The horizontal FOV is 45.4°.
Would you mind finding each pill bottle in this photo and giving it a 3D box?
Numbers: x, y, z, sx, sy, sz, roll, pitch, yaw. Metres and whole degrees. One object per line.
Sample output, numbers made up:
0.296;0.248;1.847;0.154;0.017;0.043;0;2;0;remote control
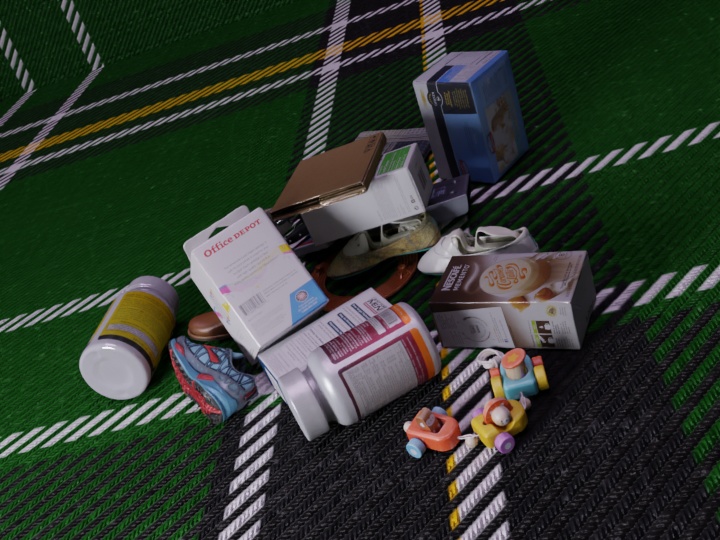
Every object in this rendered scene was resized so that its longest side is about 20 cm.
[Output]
-0.002;0.133;1.130;0.199;0.110;0.110;-28;31;-11;pill bottle
-0.369;0.103;1.407;0.113;0.115;0.201;-12;32;16;pill bottle

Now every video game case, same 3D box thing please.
-0.025;-0.098;1.542;0.200;0.018;0.143;-43;14;-26;video game case

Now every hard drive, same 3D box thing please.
0.097;-0.107;1.489;0.198;0.043;0.135;-16;19;15;hard drive

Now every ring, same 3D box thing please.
0.000;0.000;1.430;0.198;0.019;0.201;-17;30;10;ring

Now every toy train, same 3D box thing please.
0.143;0.152;1.062;0.149;0.056;0.200;10;43;42;toy train

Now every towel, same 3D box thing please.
0.048;-0.229;1.758;0.198;0.035;0.193;3;41;32;towel

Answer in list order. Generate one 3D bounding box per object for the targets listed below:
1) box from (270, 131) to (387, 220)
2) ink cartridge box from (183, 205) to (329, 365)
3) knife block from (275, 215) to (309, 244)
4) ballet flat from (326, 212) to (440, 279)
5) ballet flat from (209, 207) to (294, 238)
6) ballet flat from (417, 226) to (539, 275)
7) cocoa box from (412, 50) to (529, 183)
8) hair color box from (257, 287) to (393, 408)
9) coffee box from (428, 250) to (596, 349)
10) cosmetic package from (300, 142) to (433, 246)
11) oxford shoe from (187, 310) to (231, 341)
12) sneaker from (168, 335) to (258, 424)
-0.048;-0.153;1.382;0.162;0.021;0.201;-17;26;21;box
-0.164;0.016;1.299;0.128;0.201;0.125;-33;-8;-20;ink cartridge box
-0.060;-0.121;1.532;0.176;0.064;0.199;-46;16;-33;knife block
0.031;-0.046;1.400;0.198;0.071;0.071;-18;30;7;ballet flat
-0.218;-0.072;1.641;0.198;0.068;0.047;-27;34;3;ballet flat
0.176;-0.038;1.331;0.198;0.070;0.070;-5;34;27;ballet flat
0.203;-0.278;1.559;0.130;0.202;0.133;11;42;42;cocoa box
-0.036;0.113;1.232;0.199;0.061;0.100;-31;32;-14;hair color box
0.207;0.040;1.173;0.198;0.080;0.115;-2;35;29;coffee box
0.009;-0.122;1.395;0.198;0.085;0.108;-16;26;20;cosmetic package
-0.199;0.060;1.412;0.198;0.072;0.072;-18;32;9;oxford shoe
-0.217;0.154;1.287;0.095;0.080;0.200;-25;38;-25;sneaker
